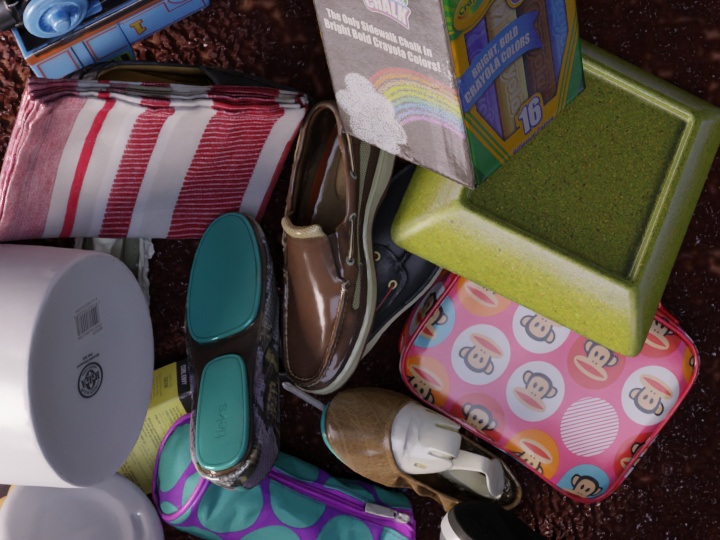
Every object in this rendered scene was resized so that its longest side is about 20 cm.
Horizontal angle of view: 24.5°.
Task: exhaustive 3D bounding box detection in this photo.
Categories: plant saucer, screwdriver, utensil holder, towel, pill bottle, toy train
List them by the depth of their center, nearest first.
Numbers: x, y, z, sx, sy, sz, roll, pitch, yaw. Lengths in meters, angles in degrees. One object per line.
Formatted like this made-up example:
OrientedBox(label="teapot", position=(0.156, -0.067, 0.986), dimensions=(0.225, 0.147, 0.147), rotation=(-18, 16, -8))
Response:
OrientedBox(label="towel", position=(-0.143, -0.069, 1.121), dimensions=(0.198, 0.023, 0.145), rotation=(-1, 141, -27))
OrientedBox(label="toy train", position=(-0.161, -0.206, 1.139), dimensions=(0.198, 0.114, 0.087), rotation=(-27, 66, -1))
OrientedBox(label="utensil holder", position=(-0.265, 0.064, 1.140), dimensions=(0.198, 0.170, 0.172), rotation=(3, 104, 24))
OrientedBox(label="plant saucer", position=(0.148, -0.072, 1.156), dimensions=(0.198, 0.048, 0.202), rotation=(25, 75, -5))
OrientedBox(label="screwdriver", position=(-0.002, 0.113, 1.186), dimensions=(0.029, 0.200, 0.028), rotation=(26, 83, 30))
OrientedBox(label="pill bottle", position=(-0.219, 0.242, 1.205), dimensions=(0.118, 0.120, 0.201), rotation=(21, 135, -4))

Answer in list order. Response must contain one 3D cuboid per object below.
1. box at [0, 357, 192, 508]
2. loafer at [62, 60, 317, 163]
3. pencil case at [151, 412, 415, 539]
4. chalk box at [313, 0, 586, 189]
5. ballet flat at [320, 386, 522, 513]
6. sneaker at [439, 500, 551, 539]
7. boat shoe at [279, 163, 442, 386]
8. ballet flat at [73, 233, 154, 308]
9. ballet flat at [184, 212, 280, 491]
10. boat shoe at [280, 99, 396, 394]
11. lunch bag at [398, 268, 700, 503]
OrientedBox(label="box", position=(-0.202, 0.139, 1.242), dimensions=(0.198, 0.050, 0.076), rotation=(-23, 121, 5))
OrientedBox(label="loafer", position=(-0.110, -0.108, 1.151), dimensions=(0.198, 0.072, 0.074), rotation=(-1, 81, -27))
OrientedBox(label="pencil case", position=(-0.052, 0.172, 1.209), dimensions=(0.199, 0.086, 0.092), rotation=(24, 135, -27))
OrientedBox(label="chalk box", position=(0.052, -0.179, 1.043), dimensions=(0.124, 0.124, 0.201), rotation=(-41, 139, -28))
OrientedBox(label="ballet flat", position=(0.055, 0.133, 1.186), dimensions=(0.072, 0.200, 0.069), rotation=(0, 65, 38))
OrientedBox(label="sneaker", position=(0.100, 0.247, 1.232), dimensions=(0.199, 0.084, 0.121), rotation=(30, 110, -40))
OrientedBox(label="boat shoe", position=(0.002, 0.002, 1.201), dimensions=(0.074, 0.063, 0.202), rotation=(44, 102, 29))
OrientedBox(label="ballet flat", position=(-0.187, -0.004, 1.211), dimensions=(0.071, 0.072, 0.203), rotation=(7, 104, -1))
OrientedBox(label="ballet flat", position=(-0.085, 0.060, 1.146), dimensions=(0.071, 0.072, 0.202), rotation=(-1, 61, 1))
OrientedBox(label="boat shoe", position=(-0.031, -0.019, 1.141), dimensions=(0.074, 0.075, 0.205), rotation=(4, 83, 34))
OrientedBox(label="lunch bag", position=(0.142, 0.051, 1.210), dimensions=(0.199, 0.082, 0.177), rotation=(35, 100, -6))
